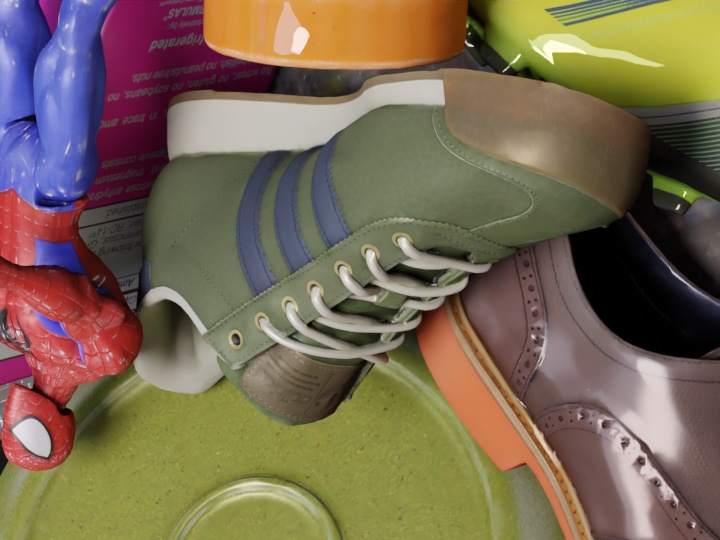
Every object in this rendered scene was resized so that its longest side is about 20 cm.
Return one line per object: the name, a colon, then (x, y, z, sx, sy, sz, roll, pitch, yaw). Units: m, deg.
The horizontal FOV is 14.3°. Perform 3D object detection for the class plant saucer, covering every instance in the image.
plant saucer: (-0.028, 0.090, 0.831, 0.198, 0.031, 0.201, -5, 66, 12)

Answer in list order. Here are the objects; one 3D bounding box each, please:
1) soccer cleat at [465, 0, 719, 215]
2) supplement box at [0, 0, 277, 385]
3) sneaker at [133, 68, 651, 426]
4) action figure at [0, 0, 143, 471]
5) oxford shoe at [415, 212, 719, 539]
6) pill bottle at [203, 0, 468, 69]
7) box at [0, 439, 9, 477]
soccer cleat: (0.100, -0.056, 0.771, 0.200, 0.065, 0.084, 34, 88, 33)
supplement box: (-0.091, -0.077, 0.878, 0.101, 0.103, 0.201, 37, 118, 26)
sneaker: (0.000, 0.000, 0.775, 0.200, 0.067, 0.091, 2, 73, 56)
action figure: (-0.106, -0.032, 0.777, 0.065, 0.099, 0.202, 21, 120, 42)
oxford shoe: (0.095, 0.059, 0.770, 0.200, 0.071, 0.073, 49, 129, 15)
pill bottle: (-0.004, -0.155, 0.739, 0.106, 0.106, 0.202, 12, 108, 36)
box: (-0.084, 0.176, 0.931, 0.164, 0.086, 0.201, 40, 120, 26)
